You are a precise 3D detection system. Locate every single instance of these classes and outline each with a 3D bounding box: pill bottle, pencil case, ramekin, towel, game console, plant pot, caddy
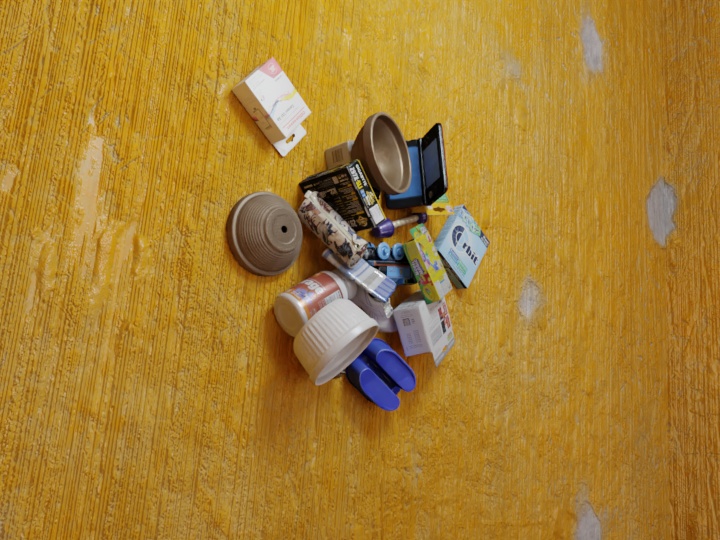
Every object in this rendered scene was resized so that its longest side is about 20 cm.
[{"bbox_3d":[-0.104,0.069,1.518,0.199,0.112,0.113,-31,105,-41],"label":"pill bottle"},{"bbox_3d":[-0.067,-0.102,1.513,0.200,0.090,0.078,45,58,10],"label":"pencil case"},{"bbox_3d":[-0.063,0.157,1.443,0.105,0.201,0.199,45,48,15],"label":"ramekin"},{"bbox_3d":[0.000,0.000,1.574,0.199,0.024,0.147,38,18,4],"label":"towel"},{"bbox_3d":[0.146,-0.283,1.716,0.117,0.172,0.202,1,75,-19],"label":"game console"},{"bbox_3d":[0.041,-0.277,1.548,0.200,0.092,0.203,29,55,-51],"label":"plant pot"},{"bbox_3d":[-0.202,-0.090,1.463,0.200,0.092,0.203,8,79,-42],"label":"plant pot"},{"bbox_3d":[0.050,0.269,1.639,0.142,0.105,0.200,-47,117,-11],"label":"caddy"}]

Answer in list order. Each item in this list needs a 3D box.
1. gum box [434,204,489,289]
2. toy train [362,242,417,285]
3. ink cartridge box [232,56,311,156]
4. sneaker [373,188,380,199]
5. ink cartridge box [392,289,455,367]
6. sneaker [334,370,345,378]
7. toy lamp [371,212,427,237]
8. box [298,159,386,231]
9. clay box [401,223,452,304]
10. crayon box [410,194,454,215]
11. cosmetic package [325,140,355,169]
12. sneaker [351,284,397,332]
[{"bbox_3d":[0.312,-0.074,1.958,0.170,0.044,0.201,48,57,-26],"label":"gum box"},{"bbox_3d":[0.082,-0.017,1.718,0.199,0.086,0.116,1,90,-42],"label":"toy train"},{"bbox_3d":[-0.200,-0.392,1.520,0.201,0.067,0.117,53,54,-24],"label":"ink cartridge box"},{"bbox_3d":[-0.003,-0.167,1.649,0.070,0.099,0.202,21,72,-40],"label":"sneaker"},{"bbox_3d":[0.181,0.158,1.741,0.200,0.083,0.177,-30,106,-62],"label":"ink cartridge box"},{"bbox_3d":[-0.049,0.172,1.578,0.070,0.075,0.202,17,74,-39],"label":"sneaker"},{"bbox_3d":[0.110,-0.134,1.775,0.199,0.058,0.059,-23,100,-41],"label":"toy lamp"},{"bbox_3d":[-0.048,-0.171,1.541,0.049,0.199,0.161,-40,110,-36],"label":"box"},{"bbox_3d":[0.176,-0.021,1.700,0.115,0.047,0.202,-28,94,-61],"label":"clay box"},{"bbox_3d":[0.183,-0.238,1.820,0.125,0.051,0.202,-5,68,-42],"label":"crayon box"},{"bbox_3d":[0.013,-0.304,1.681,0.199,0.101,0.075,-11,93,-41],"label":"cosmetic package"},{"bbox_3d":[0.046,0.096,1.667,0.200,0.087,0.075,47,55,-29],"label":"sneaker"}]
